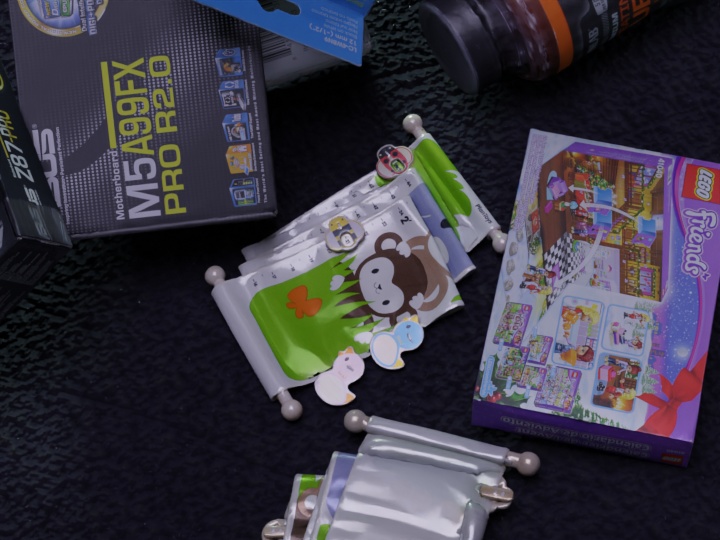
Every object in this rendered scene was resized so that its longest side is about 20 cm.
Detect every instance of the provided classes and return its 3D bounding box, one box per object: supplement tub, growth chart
[{"bbox_3d":[0.138,-0.198,1.452,0.199,0.107,0.107,-33,60,-10],"label":"supplement tub"},{"bbox_3d":[0.000,0.000,1.407,0.199,0.018,0.145,-36,61,-12],"label":"growth chart"},{"bbox_3d":[0.005,0.173,1.293,0.144,0.018,0.201,17,63,19],"label":"growth chart"}]

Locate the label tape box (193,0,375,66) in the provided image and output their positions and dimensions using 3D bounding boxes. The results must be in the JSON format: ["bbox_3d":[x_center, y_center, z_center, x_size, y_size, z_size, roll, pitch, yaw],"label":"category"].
[{"bbox_3d":[-0.037,-0.248,1.366,0.142,0.066,0.201,19,59,-24],"label":"label tape box"}]

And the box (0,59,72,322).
[{"bbox_3d":[-0.278,-0.019,1.381,0.200,0.049,0.162,-43,57,28],"label":"box"}]

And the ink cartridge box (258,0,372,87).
[{"bbox_3d":[-0.108,-0.186,1.459,0.198,0.086,0.148,-18,93,-1],"label":"ink cartridge box"}]

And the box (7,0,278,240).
[{"bbox_3d":[-0.141,-0.124,1.395,0.159,0.044,0.202,-6,92,-3],"label":"box"}]

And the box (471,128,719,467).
[{"bbox_3d":[0.154,0.014,1.353,0.136,0.039,0.201,11,61,7],"label":"box"}]
